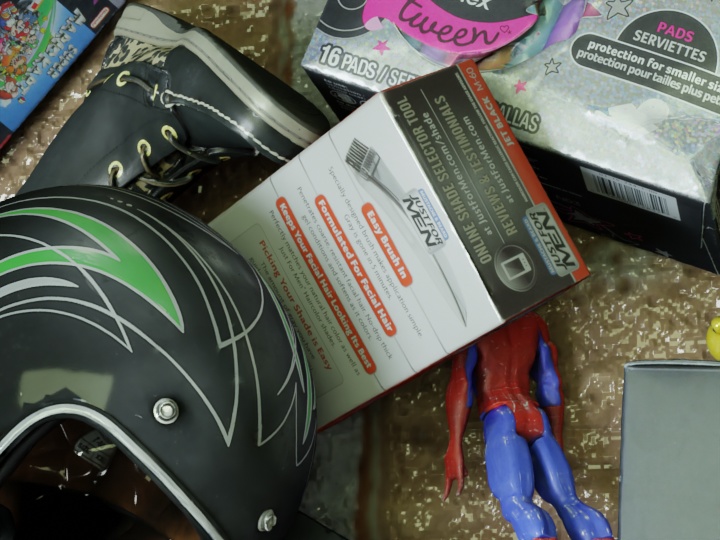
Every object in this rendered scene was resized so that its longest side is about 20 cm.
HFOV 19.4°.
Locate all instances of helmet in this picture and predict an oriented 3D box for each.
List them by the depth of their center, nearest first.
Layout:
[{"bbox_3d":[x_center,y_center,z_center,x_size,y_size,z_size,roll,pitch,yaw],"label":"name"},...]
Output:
[{"bbox_3d":[-0.116,0.059,0.915,0.190,0.200,0.200,-22,72,3],"label":"helmet"}]

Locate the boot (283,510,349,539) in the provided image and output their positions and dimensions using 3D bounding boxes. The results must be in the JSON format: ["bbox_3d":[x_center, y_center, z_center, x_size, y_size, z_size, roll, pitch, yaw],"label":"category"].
[{"bbox_3d":[-0.027,0.206,0.976,0.198,0.073,0.163,26,81,25],"label":"boot"}]

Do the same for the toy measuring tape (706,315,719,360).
[{"bbox_3d":[0.237,-0.011,0.944,0.200,0.074,0.074,-33,70,26],"label":"toy measuring tape"}]

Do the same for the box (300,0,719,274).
[{"bbox_3d":[0.094,-0.096,0.991,0.200,0.132,0.115,19,80,17],"label":"box"}]

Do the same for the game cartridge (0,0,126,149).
[{"bbox_3d":[-0.211,-0.130,1.082,0.130,0.038,0.200,41,88,-25],"label":"game cartridge"}]

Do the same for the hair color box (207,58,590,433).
[{"bbox_3d":[0.000,0.000,0.954,0.064,0.200,0.111,-25,85,-39],"label":"hair color box"}]

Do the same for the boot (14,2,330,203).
[{"bbox_3d":[-0.103,-0.042,1.018,0.154,0.073,0.203,-56,31,-1],"label":"boot"}]

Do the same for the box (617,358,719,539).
[{"bbox_3d":[0.167,0.151,0.887,0.104,0.182,0.201,0,76,13],"label":"box"}]

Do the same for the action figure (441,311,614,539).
[{"bbox_3d":[0.074,0.082,0.987,0.065,0.052,0.200,2,57,-27],"label":"action figure"}]
